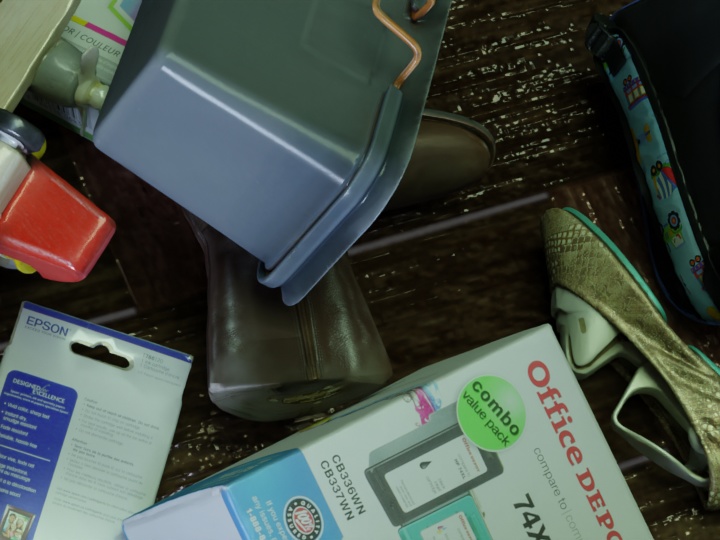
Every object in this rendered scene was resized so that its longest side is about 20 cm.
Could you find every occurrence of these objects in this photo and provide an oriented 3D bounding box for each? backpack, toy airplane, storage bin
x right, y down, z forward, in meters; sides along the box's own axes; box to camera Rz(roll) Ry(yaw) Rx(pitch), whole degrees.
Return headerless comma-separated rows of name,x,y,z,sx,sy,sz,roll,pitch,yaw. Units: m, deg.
backpack,0.236,-0.073,1.675,0.134,0.183,0.200,-1,76,-36
toy airplane,-0.217,-0.045,1.555,0.200,0.141,0.199,-24,55,18
storage bin,-0.043,-0.109,1.523,0.134,0.146,0.200,29,45,-15

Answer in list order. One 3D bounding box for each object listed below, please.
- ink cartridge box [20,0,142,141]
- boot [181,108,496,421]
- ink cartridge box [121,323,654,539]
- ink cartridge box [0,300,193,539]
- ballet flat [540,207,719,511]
ink cartridge box,-0.095,-0.152,1.665,0.104,0.059,0.200,28,56,22
boot,0.000,0.000,1.587,0.186,0.064,0.200,-8,40,-7
ink cartridge box,0.017,0.140,1.488,0.200,0.146,0.147,-26,90,-27
ink cartridge box,-0.157,0.120,1.528,0.099,0.039,0.200,19,60,-5
ballet flat,0.152,0.052,1.645,0.065,0.071,0.200,-38,74,-15
